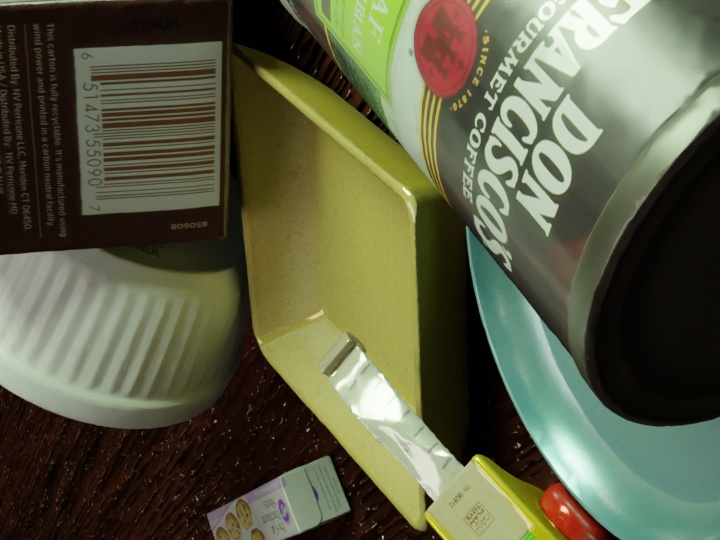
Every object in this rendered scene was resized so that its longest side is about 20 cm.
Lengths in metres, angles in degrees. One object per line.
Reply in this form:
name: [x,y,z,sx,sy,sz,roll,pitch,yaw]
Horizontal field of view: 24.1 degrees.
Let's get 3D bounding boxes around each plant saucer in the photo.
plant saucer: [0.105,0.017,0.677,0.200,0.027,0.201,47,147,43]
plant saucer: [0.000,0.000,0.876,0.200,0.048,0.201,45,146,49]

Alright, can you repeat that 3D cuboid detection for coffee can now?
coffee can: [0.076,-0.073,0.520,0.200,0.146,0.147,53,151,37]

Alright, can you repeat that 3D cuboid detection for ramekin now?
ramekin: [-0.151,-0.010,1.029,0.200,0.199,0.105,54,128,35]

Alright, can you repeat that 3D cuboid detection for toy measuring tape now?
toy measuring tape: [0.059,0.107,0.776,0.200,0.073,0.074,46,148,26]

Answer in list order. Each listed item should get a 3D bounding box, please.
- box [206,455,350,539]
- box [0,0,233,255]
box: [-0.060,0.165,1.149,0.042,0.039,0.200,67,157,6]
box: [-0.162,-0.134,0.925,0.201,0.163,0.167,-106,15,-46]
